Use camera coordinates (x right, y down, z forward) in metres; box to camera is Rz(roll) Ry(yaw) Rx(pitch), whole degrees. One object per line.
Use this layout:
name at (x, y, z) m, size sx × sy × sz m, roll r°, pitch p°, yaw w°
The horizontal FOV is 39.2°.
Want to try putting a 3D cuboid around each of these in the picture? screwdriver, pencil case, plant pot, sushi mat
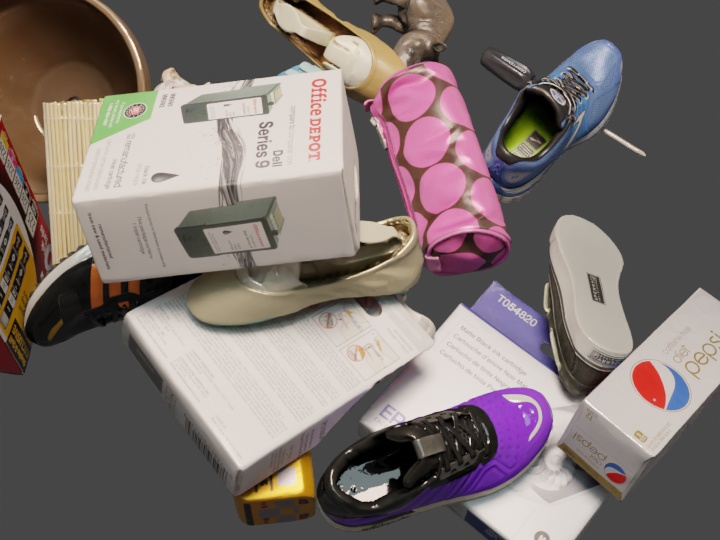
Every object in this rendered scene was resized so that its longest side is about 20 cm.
screwdriver at (0.205, -0.170, 1.036) m, size 0.200 × 0.028 × 0.029 m, roll 39°, pitch 37°, yaw 18°
pencil case at (0.071, -0.093, 0.953) m, size 0.093 × 0.091 × 0.202 m, roll -13°, pitch 62°, yaw -8°
plant pot at (-0.289, -0.164, 0.966) m, size 0.198 × 0.093 × 0.203 m, roll 0°, pitch 92°, yaw 5°
sushi mat at (-0.233, -0.054, 0.909) m, size 0.095 × 0.012 × 0.202 m, roll -2°, pitch 93°, yaw 0°

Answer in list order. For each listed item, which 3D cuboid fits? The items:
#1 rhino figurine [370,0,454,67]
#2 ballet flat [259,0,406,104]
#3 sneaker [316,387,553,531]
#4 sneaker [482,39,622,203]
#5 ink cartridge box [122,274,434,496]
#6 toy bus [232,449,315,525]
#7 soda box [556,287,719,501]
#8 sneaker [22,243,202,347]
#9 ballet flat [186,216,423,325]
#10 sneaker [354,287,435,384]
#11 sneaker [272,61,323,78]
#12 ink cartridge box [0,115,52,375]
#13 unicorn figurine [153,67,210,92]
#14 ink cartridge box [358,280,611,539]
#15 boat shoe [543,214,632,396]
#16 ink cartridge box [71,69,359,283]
rhino figurine at (0.056, -0.278, 1.077) m, size 0.086 × 0.060 × 0.202 m, roll 0°, pitch 62°, yaw -6°
ballet flat at (-0.033, -0.230, 1.042) m, size 0.200 × 0.069 × 0.063 m, roll 40°, pitch 23°, yaw 26°
sneaker at (0.059, 0.140, 0.762) m, size 0.198 × 0.100 × 0.070 m, roll -23°, pitch 68°, yaw -6°
sneaker at (0.193, -0.153, 0.976) m, size 0.078 × 0.089 × 0.200 m, roll 38°, pitch 72°, yaw 10°
ink cartridge box at (-0.066, 0.061, 0.819) m, size 0.199 × 0.057 × 0.163 m, roll -27°, pitch 63°, yaw -33°
toy bus at (-0.086, 0.105, 0.847) m, size 0.077 × 0.065 × 0.202 m, roll -6°, pitch 60°, yaw -4°
soda box at (0.246, 0.096, 0.823) m, size 0.068 × 0.064 × 0.199 m, roll 39°, pitch 47°, yaw 21°
sneaker at (-0.195, 0.015, 0.860) m, size 0.199 × 0.070 × 0.090 m, roll -38°, pitch 71°, yaw 0°
ballet flat at (-0.041, -0.007, 0.805) m, size 0.198 × 0.070 × 0.070 m, roll -11°, pitch 59°, yaw -20°
sneaker at (0.000, 0.000, 0.900) m, size 0.086 × 0.075 × 0.201 m, roll -28°, pitch 66°, yaw -8°
sneaker at (-0.057, -0.144, 0.954) m, size 0.130 × 0.080 × 0.200 m, roll -27°, pitch 35°, yaw -19°
ink cartridge box at (-0.328, 0.001, 0.828) m, size 0.083 × 0.201 × 0.177 m, roll 5°, pitch 59°, yaw 1°
unicorn figurine at (-0.155, -0.125, 0.918) m, size 0.073 × 0.138 × 0.200 m, roll -24°, pitch 38°, yaw -19°
ink cartridge box at (0.134, 0.121, 0.854) m, size 0.199 × 0.041 × 0.200 m, roll 35°, pitch 65°, yaw 18°
boat shoe at (0.190, 0.025, 0.891) m, size 0.070 × 0.064 × 0.201 m, roll 23°, pitch 36°, yaw -8°
ink cartridge box at (-0.103, -0.076, 0.781) m, size 0.198 × 0.085 × 0.147 m, roll -6°, pitch 41°, yaw 3°
